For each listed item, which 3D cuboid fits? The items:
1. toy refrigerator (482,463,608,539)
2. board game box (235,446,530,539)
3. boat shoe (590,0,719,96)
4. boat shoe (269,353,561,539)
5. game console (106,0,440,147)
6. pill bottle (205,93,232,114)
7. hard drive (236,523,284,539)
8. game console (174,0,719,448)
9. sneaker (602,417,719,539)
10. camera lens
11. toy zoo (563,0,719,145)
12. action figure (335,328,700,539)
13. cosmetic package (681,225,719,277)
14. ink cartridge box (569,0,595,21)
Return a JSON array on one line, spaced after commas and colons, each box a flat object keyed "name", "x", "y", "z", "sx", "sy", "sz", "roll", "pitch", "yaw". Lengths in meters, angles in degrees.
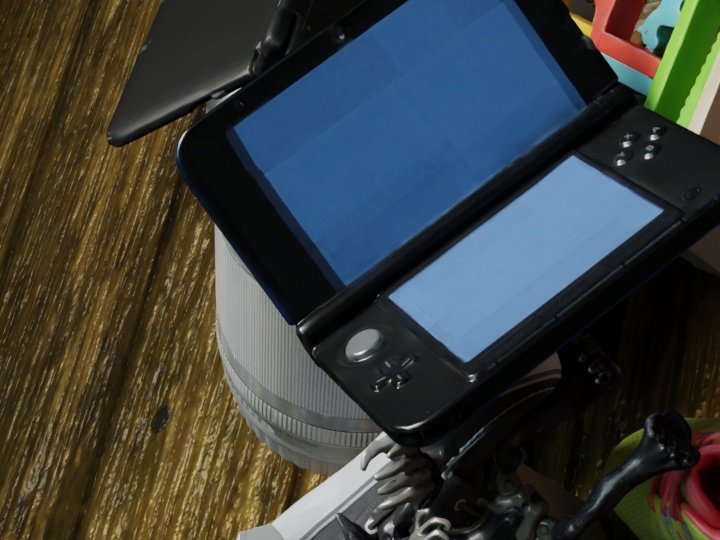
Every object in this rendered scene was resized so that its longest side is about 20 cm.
[{"name": "toy refrigerator", "x": 0.095, "y": 0.185, "z": 0.978, "sx": 0.070, "sy": 0.076, "sz": 0.201, "roll": -46, "pitch": 34, "yaw": 18}, {"name": "board game box", "x": -0.008, "y": 0.139, "z": 1.149, "sx": 0.199, "sy": 0.104, "sz": 0.024, "roll": -25, "pitch": 85, "yaw": 41}, {"name": "boat shoe", "x": 0.157, "y": -0.113, "z": 1.134, "sx": 0.074, "sy": 0.076, "sz": 0.200, "roll": -49, "pitch": 14, "yaw": -5}, {"name": "boat shoe", "x": 0.030, "y": 0.112, "z": 1.003, "sx": 0.200, "sy": 0.070, "sz": 0.067, "roll": -39, "pitch": 70, "yaw": 23}, {"name": "game console", "x": -0.016, "y": -0.132, "z": 1.080, "sx": 0.117, "sy": 0.175, "sz": 0.201, "roll": 119, "pitch": 170, "yaw": -45}, {"name": "pill bottle", "x": -0.026, "y": -0.108, "z": 1.263, "sx": 0.111, "sy": 0.199, "sz": 0.111, "roll": -52, "pitch": 21, "yaw": 29}, {"name": "hard drive", "x": -0.049, "y": 0.235, "z": 1.045, "sx": 0.133, "sy": 0.026, "sz": 0.201, "roll": 63, "pitch": 151, "yaw": 28}, {"name": "game console", "x": 0.043, "y": -0.046, "z": 0.924, "sx": 0.199, "sy": 0.119, "sz": 0.171, "roll": -37, "pitch": 29, "yaw": -8}, {"name": "sneaker", "x": 0.170, "y": 0.099, "z": 0.935, "sx": 0.199, "sy": 0.090, "sz": 0.079, "roll": 9, "pitch": 72, "yaw": 58}, {"name": "camera lens", "x": 0.000, "y": 0.000, "z": 1.111, "sx": 0.201, "sy": 0.158, "sz": 0.161, "roll": 95, "pitch": 180, "yaw": -53}, {"name": "toy zoo", "x": 0.125, "y": -0.109, "z": 1.037, "sx": 0.200, "sy": 0.020, "sz": 0.132, "roll": 40, "pitch": 113, "yaw": 54}, {"name": "action figure", "x": 0.050, "y": 0.119, "z": 0.914, "sx": 0.200, "sy": 0.102, "sz": 0.119, "roll": -47, "pitch": 68, "yaw": 15}, {"name": "cosmetic package", "x": 0.222, "y": -0.091, "z": 1.045, "sx": 0.201, "sy": 0.050, "sz": 0.083, "roll": -56, "pitch": 10, "yaw": 3}, {"name": "ink cartridge box", "x": 0.124, "y": -0.200, "z": 1.233, "sx": 0.068, "sy": 0.115, "sz": 0.200, "roll": -49, "pitch": 32, "yaw": 14}]
